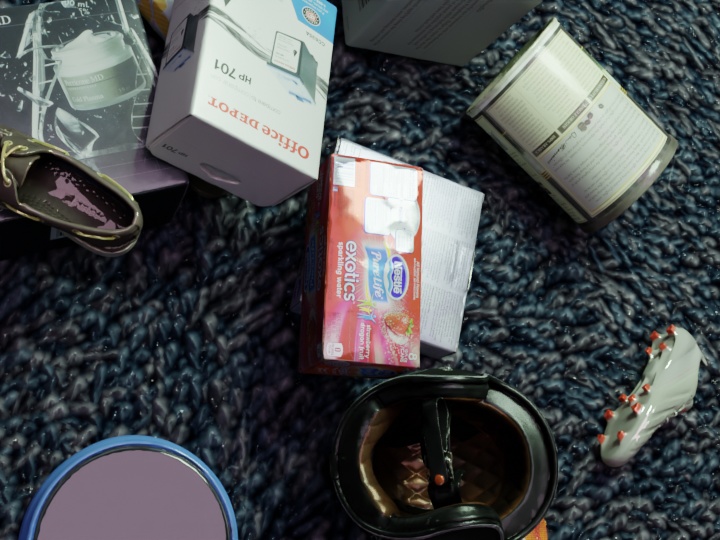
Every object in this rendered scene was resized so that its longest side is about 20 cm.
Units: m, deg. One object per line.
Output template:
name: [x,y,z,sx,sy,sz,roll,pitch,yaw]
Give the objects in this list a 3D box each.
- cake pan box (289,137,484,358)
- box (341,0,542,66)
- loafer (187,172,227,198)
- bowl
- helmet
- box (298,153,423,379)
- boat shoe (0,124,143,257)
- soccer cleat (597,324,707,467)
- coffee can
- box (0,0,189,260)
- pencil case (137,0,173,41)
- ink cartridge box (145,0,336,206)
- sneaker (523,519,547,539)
cake pan box: [0.032,-0.019,1.039,0.182,0.052,0.203,17,70,-14]
box: [0.091,-0.367,1.067,0.169,0.199,0.203,4,73,-26]
loafer: [-0.117,-0.163,1.011,0.076,0.067,0.201,36,66,-8]
bowl: [-0.207,0.252,0.875,0.197,0.039,0.204,5,73,-18]
helmet: [0.082,0.187,0.924,0.190,0.197,0.203,26,61,-56]
box: [0.000,0.000,0.943,0.098,0.095,0.203,6,75,-17]
boat shoe: [-0.273,-0.076,0.799,0.198,0.059,0.073,28,70,-13]
soccer cleat: [0.342,0.152,1.104,0.077,0.069,0.201,42,63,-9]
coffee can: [0.241,-0.165,1.105,0.200,0.146,0.147,44,65,-5]
box: [-0.288,-0.134,0.909,0.197,0.124,0.199,-15,79,-23]
pencil case: [-0.188,-0.286,1.009,0.201,0.083,0.091,50,51,-2]
ink cartridge box: [-0.107,-0.185,0.908,0.145,0.085,0.203,24,58,-36]
sneaker: [0.160,0.249,1.016,0.077,0.072,0.203,29,54,-51]
